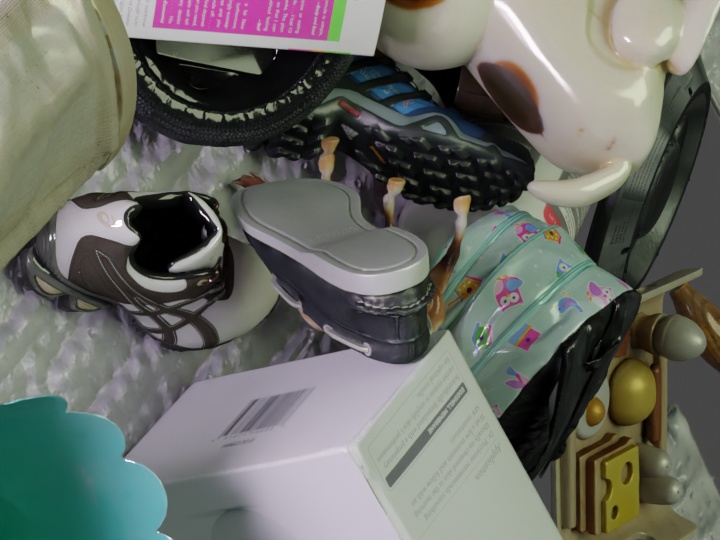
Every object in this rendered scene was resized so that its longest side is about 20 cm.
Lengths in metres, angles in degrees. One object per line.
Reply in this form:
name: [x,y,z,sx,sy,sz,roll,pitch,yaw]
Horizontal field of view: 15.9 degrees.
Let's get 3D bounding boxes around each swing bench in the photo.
swing bench: [-0.224,-0.041,1.247,0.130,0.200,0.199,60,42,-20]

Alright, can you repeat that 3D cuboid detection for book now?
book: [-0.078,-0.192,1.436,0.200,0.048,0.134,3,105,-22]

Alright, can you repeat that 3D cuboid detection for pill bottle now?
pill bottle: [0.109,-0.077,1.727,0.111,0.111,0.200,53,45,-27]

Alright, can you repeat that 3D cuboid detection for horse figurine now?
horse figurine: [0.000,0.000,1.525,0.050,0.200,0.133,-9,113,-39]

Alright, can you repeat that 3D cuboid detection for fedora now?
fedora: [-0.087,-0.176,1.512,0.200,0.092,0.201,-5,103,-21]

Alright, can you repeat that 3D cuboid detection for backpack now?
backpack: [0.079,0.062,1.583,0.127,0.200,0.167,37,39,9]

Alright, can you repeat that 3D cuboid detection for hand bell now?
hand bell: [0.292,0.094,1.942,0.200,0.104,0.104,54,43,-7]

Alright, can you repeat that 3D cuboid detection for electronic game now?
electronic game: [0.196,-0.061,1.808,0.200,0.042,0.200,22,90,-76]

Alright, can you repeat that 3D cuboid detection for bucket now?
bucket: [-0.198,0.168,1.271,0.207,0.135,0.208,19,65,-47]

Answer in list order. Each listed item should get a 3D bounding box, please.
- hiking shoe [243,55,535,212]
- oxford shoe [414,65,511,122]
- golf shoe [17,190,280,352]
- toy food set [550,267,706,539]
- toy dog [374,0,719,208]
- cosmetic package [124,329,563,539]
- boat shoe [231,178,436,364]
hiking shoe: [0.018,-0.102,1.599,0.200,0.074,0.087,18,57,-11]
oxford shoe: [0.053,-0.176,1.682,0.084,0.073,0.200,-2,43,-25]
golf shoe: [-0.099,-0.001,1.472,0.200,0.094,0.078,10,71,-51]
toy food set: [0.194,0.108,1.785,0.143,0.060,0.200,-21,114,-50]
toy dog: [0.093,-0.145,1.567,0.200,0.140,0.194,25,76,-5]
cosmetic package: [-0.006,0.159,1.452,0.123,0.199,0.200,-47,116,-45]
boat shoe: [-0.019,-0.002,1.444,0.075,0.200,0.060,-14,112,-15]
